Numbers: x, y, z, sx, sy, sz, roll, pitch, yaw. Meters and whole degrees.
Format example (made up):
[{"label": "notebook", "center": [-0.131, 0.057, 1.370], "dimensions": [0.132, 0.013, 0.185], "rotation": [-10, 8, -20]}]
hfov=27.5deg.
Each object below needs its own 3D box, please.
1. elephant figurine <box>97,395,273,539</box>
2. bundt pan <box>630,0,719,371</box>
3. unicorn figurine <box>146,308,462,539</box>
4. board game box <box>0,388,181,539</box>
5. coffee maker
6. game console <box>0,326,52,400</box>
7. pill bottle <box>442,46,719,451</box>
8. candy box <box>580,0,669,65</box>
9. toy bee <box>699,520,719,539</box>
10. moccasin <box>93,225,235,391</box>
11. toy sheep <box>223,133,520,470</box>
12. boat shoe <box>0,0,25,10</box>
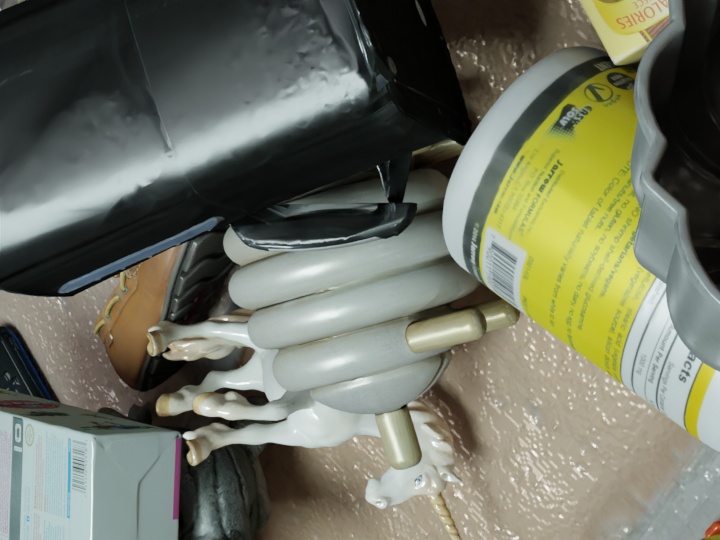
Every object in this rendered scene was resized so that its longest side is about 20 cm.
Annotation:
[{"label": "elephant figurine", "center": [-0.102, 0.135, 0.893], "dimensions": [0.155, 0.142, 0.200], "rotation": [42, 141, 4]}, {"label": "bundt pan", "center": [0.182, -0.022, 0.494], "dimensions": [0.202, 0.202, 0.076], "rotation": [49, 159, 19]}, {"label": "unicorn figurine", "center": [-0.033, 0.071, 0.796], "dimensions": [0.200, 0.137, 0.074], "rotation": [-119, 32, -42]}, {"label": "board game box", "center": [-0.190, 0.152, 0.859], "dimensions": [0.200, 0.064, 0.148], "rotation": [6, 94, 44]}, {"label": "coffee maker", "center": [-0.079, -0.082, 0.606], "dimensions": [0.200, 0.192, 0.135], "rotation": [-21, 58, 16]}, {"label": "game console", "center": [-0.308, 0.167, 1.122], "dimensions": [0.200, 0.118, 0.171], "rotation": [-40, 78, 47]}, {"label": "pill bottle", "center": [0.140, 0.001, 0.594], "dimensions": [0.200, 0.112, 0.112], "rotation": [37, 131, 28]}, {"label": "candy box", "center": [0.108, -0.197, 0.579], "dimensions": [0.117, 0.056, 0.200], "rotation": [-31, 86, 48]}, {"label": "toy bee", "center": [0.178, 0.135, 0.641], "dimensions": [0.200, 0.109, 0.131], "rotation": [12, 110, 15]}, {"label": "moccasin", "center": [-0.119, -0.009, 0.890], "dimensions": [0.078, 0.074, 0.201], "rotation": [44, 144, 12]}, {"label": "toy sheep", "center": [0.000, 0.000, 0.726], "dimensions": [0.138, 0.138, 0.200], "rotation": [-18, 83, 48]}, {"label": "boat shoe", "center": [-0.118, -0.205, 0.686], "dimensions": [0.073, 0.074, 0.200], "rotation": [29, 92, 26]}]
